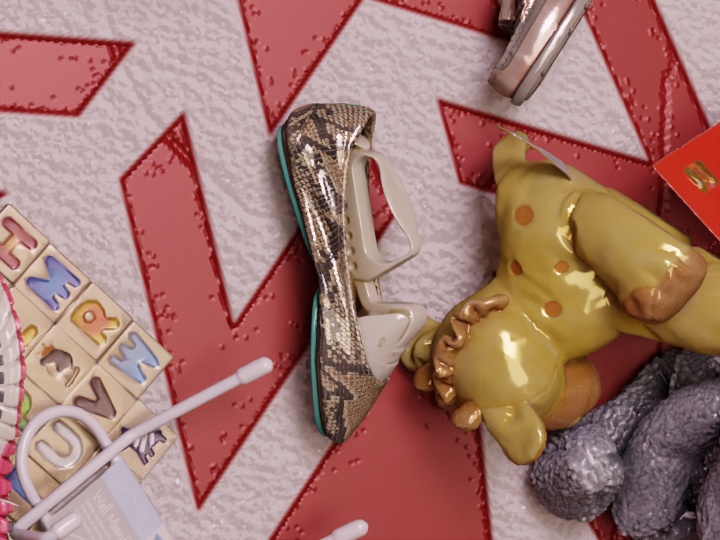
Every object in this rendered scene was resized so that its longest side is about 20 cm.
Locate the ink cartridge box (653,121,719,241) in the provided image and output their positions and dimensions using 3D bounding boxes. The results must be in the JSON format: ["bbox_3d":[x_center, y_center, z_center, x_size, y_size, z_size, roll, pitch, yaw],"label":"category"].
[{"bbox_3d":[0.300,-0.059,1.696,0.200,0.057,0.163,-30,72,-39],"label":"ink cartridge box"}]

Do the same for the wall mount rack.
[{"bbox_3d":[-0.100,0.149,1.609,0.174,0.075,0.200,-40,110,-31],"label":"wall mount rack"}]

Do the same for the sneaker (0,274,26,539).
[{"bbox_3d":[-0.227,0.089,1.555,0.075,0.081,0.200,5,90,-17],"label":"sneaker"}]

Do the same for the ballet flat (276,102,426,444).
[{"bbox_3d":[0.000,0.000,1.639,0.075,0.068,0.200,-7,92,18],"label":"ballet flat"}]

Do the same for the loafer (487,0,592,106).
[{"bbox_3d":[0.121,-0.192,1.691,0.063,0.072,0.200,32,74,-1],"label":"loafer"}]

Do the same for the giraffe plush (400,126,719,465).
[{"bbox_3d":[0.115,0.029,1.651,0.200,0.173,0.162,31,97,-20],"label":"giraffe plush"}]

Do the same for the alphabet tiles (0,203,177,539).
[{"bbox_3d":[-0.207,0.068,1.607,0.200,0.006,0.166,44,78,-15],"label":"alphabet tiles"}]

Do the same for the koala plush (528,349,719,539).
[{"bbox_3d":[0.237,0.126,1.662,0.184,0.200,0.177,-43,104,-14],"label":"koala plush"}]
